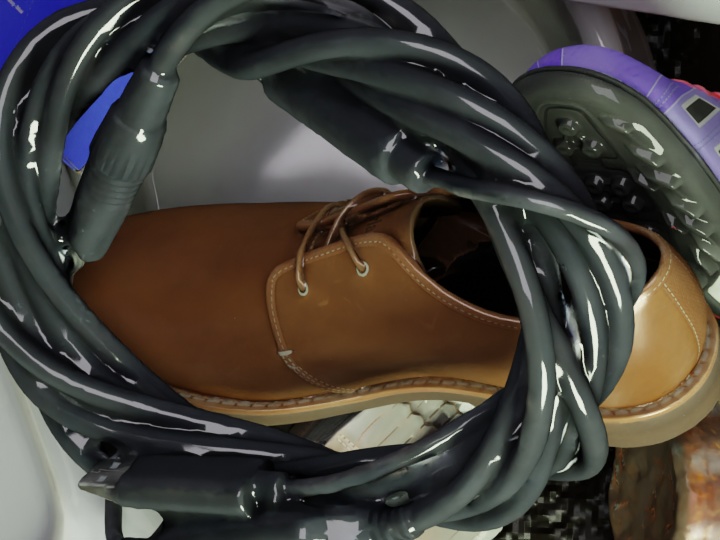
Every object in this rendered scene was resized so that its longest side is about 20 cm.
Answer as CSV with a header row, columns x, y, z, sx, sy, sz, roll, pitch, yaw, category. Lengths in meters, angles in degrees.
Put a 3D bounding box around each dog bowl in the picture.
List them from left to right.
x,y,z,sx,sy,sz,roll,pitch,yaw,category
-0.003,-0.042,0.906,0.199,0.059,0.201,0,84,3,dog bowl

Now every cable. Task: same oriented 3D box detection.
x,y,z,sx,sy,sz,roll,pitch,yaw,category
-0.015,-0.003,0.751,0.199,0.051,0.164,-12,96,36,cable

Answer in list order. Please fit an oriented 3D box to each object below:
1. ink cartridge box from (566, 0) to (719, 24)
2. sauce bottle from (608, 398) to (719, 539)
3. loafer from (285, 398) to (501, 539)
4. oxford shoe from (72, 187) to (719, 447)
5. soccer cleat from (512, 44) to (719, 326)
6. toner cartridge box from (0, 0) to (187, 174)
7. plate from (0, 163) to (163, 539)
x,y,z,sx,sy,sz,roll,pitch,yaw,category
0.062,-0.199,0.840,0.146,0.146,0.201,9,54,4,ink cartridge box
0.175,0.070,0.859,0.199,0.066,0.066,1,83,-16,sauce bottle
-0.014,0.087,0.845,0.200,0.063,0.072,-38,107,15,loafer
0.000,0.000,0.800,0.199,0.071,0.072,2,58,17,oxford shoe
0.104,-0.022,0.844,0.068,0.200,0.073,7,67,38,soccer cleat
-0.112,-0.120,0.876,0.095,0.043,0.200,-46,47,0,toner cartridge box
-0.156,0.058,0.870,0.200,0.032,0.200,-32,66,17,plate
